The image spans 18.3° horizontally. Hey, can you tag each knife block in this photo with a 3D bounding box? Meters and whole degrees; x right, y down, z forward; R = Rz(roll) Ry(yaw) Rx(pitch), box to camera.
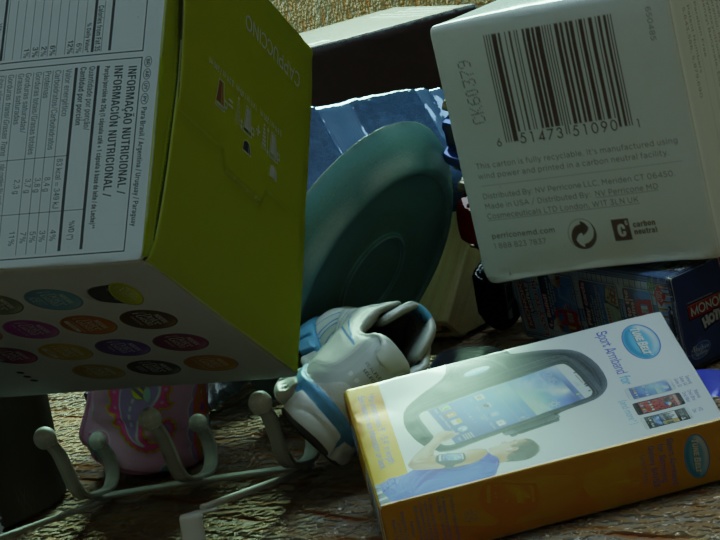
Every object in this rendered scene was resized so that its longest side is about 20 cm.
[{"bbox_3d":[0.078,-0.060,1.589,0.064,0.177,0.200,-6,13,40],"label":"knife block"}]

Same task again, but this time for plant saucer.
[{"bbox_3d":[0.000,0.000,1.427,0.027,0.201,0.200,32,34,24],"label":"plant saucer"}]

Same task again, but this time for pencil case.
[{"bbox_3d":[-0.127,0.021,1.362,0.087,0.201,0.087,3,13,-1],"label":"pencil case"}]

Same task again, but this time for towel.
[{"bbox_3d":[-0.015,-0.067,1.530,0.199,0.049,0.112,-10,45,-17],"label":"towel"}]

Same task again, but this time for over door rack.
[{"bbox_3d":[-0.119,0.115,1.226,0.147,0.067,0.200,-11,11,19],"label":"over door rack"}]

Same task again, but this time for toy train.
[{"bbox_3d":[0.081,-0.038,1.463,0.034,0.201,0.046,16,49,30],"label":"toy train"}]

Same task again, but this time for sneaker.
[{"bbox_3d":[0.010,0.050,1.300,0.087,0.075,0.200,-41,7,10],"label":"sneaker"}]

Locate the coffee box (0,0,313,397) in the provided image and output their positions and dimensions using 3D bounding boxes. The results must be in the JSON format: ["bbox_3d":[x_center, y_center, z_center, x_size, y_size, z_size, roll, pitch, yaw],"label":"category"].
[{"bbox_3d":[-0.150,-0.059,1.201,0.196,0.201,0.200,-4,-20,20],"label":"coffee box"}]

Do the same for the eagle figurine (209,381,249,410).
[{"bbox_3d":[-0.098,0.021,1.554,0.151,0.152,0.199,9,12,40],"label":"eagle figurine"}]

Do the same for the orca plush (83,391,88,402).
[{"bbox_3d":[-0.095,0.034,1.462,0.200,0.105,0.071,-50,22,-4],"label":"orca plush"}]

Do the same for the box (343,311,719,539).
[{"bbox_3d":[0.098,0.079,1.133,0.199,0.042,0.119,-16,27,-2],"label":"box"}]

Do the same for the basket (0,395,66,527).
[{"bbox_3d":[-0.257,0.054,1.353,0.135,0.201,0.180,-13,10,6],"label":"basket"}]

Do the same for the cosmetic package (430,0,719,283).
[{"bbox_3d":[0.172,-0.104,1.391,0.164,0.166,0.200,-6,13,34],"label":"cosmetic package"}]

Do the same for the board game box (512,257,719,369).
[{"bbox_3d":[0.200,0.001,1.425,0.199,0.062,0.199,-21,14,-35],"label":"board game box"}]

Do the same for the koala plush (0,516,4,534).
[{"bbox_3d":[-0.287,0.132,1.197,0.176,0.185,0.200,-7,-11,0],"label":"koala plush"}]

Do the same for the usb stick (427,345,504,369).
[{"bbox_3d":[0.050,0.082,1.276,0.055,0.033,0.200,-4,12,13],"label":"usb stick"}]

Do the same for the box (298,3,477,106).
[{"bbox_3d":[0.013,-0.099,1.811,0.163,0.201,0.166,-17,12,-20],"label":"box"}]
